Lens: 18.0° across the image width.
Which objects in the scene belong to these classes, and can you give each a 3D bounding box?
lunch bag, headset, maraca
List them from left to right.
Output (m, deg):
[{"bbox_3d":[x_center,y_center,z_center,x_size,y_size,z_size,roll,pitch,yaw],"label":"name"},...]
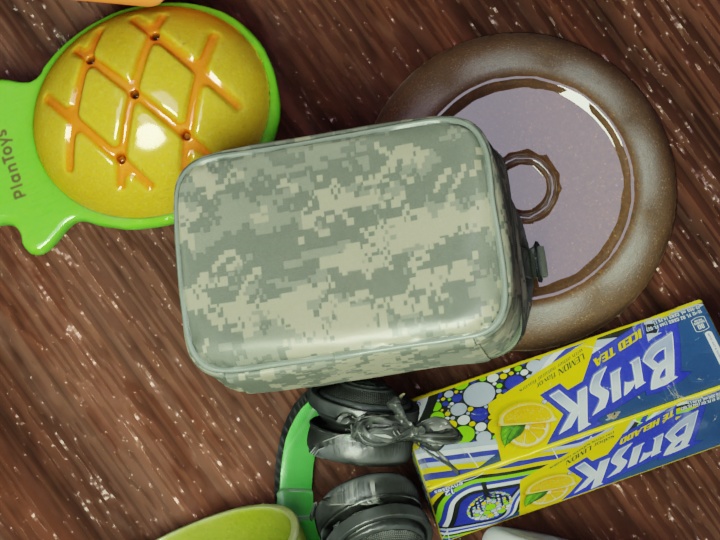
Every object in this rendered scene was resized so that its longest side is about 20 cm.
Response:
[{"bbox_3d":[-0.146,-0.086,1.368,0.200,0.107,0.137,-20,75,3],"label":"maraca"},{"bbox_3d":[-0.007,0.117,1.319,0.094,0.200,0.124,4,71,-30],"label":"headset"},{"bbox_3d":[0.000,0.000,1.313,0.200,0.168,0.139,-10,76,11],"label":"lunch bag"}]

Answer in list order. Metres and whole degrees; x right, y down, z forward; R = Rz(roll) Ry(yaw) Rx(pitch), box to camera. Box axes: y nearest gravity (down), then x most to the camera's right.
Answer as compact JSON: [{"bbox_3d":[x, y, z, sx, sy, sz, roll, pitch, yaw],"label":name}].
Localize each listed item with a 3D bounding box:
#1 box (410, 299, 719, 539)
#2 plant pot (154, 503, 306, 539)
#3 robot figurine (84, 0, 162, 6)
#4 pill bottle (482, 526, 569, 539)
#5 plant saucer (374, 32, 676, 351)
[{"bbox_3d":[0.129,0.091,1.378,0.200,0.064,0.070,-19,51,-1],"label":"box"},{"bbox_3d":[-0.073,0.270,1.320,0.187,0.187,0.200,-29,103,-2],"label":"plant pot"},{"bbox_3d":[-0.142,-0.230,1.370,0.200,0.117,0.144,9,95,-2],"label":"robot figurine"},{"bbox_3d":[0.106,0.262,1.360,0.112,0.112,0.200,14,89,-1],"label":"pill bottle"},{"bbox_3d":[0.099,-0.050,1.409,0.200,0.037,0.201,0,87,-1],"label":"plant saucer"}]
